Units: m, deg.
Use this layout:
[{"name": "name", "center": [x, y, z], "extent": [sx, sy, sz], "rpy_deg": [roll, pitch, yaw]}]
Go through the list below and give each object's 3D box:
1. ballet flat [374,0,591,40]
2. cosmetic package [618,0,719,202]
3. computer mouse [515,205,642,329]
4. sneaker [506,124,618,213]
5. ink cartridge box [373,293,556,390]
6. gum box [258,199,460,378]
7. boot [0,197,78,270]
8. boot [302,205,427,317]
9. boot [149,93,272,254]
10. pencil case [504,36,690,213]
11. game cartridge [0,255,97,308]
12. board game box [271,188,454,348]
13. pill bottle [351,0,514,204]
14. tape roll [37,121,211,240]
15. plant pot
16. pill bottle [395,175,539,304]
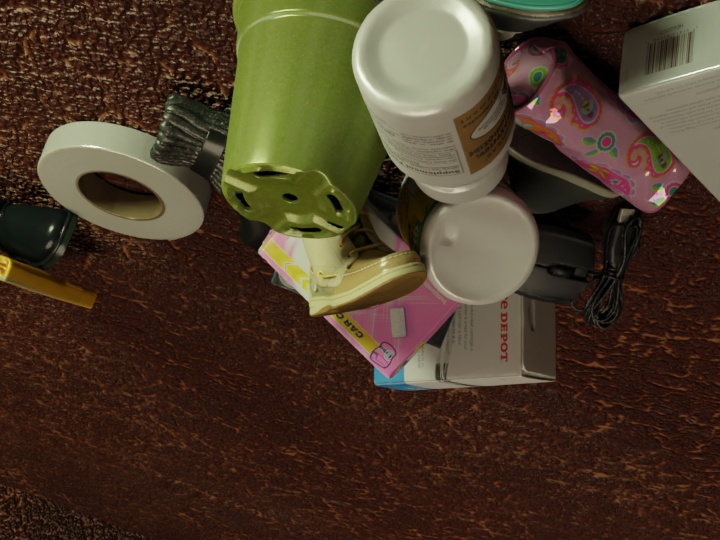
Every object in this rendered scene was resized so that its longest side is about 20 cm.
[{"name": "ballet flat", "center": [0.090, -0.227, 1.090], "extent": [0.199, 0.073, 0.073], "rpy_deg": [14, 154, 14]}, {"name": "cosmetic package", "center": [0.316, -0.137, 1.148], "extent": [0.101, 0.074, 0.200], "rpy_deg": [-11, 146, 40]}, {"name": "computer mouse", "center": [0.186, -0.019, 1.398], "extent": [0.199, 0.053, 0.139], "rpy_deg": [15, 111, 9]}, {"name": "sneaker", "center": [0.153, -0.108, 1.280], "extent": [0.199, 0.075, 0.106], "rpy_deg": [27, 151, -26]}, {"name": "ink cartridge box", "center": [0.118, 0.058, 1.525], "extent": [0.199, 0.147, 0.086], "rpy_deg": [-6, 166, 35]}, {"name": "gum box", "center": [0.000, 0.000, 1.384], "extent": [0.200, 0.114, 0.066], "rpy_deg": [44, -172, 7]}, {"name": "boot", "center": [-0.455, -0.067, 1.644], "extent": [0.168, 0.077, 0.200], "rpy_deg": [27, 165, -29]}, {"name": "boot", "center": [-0.008, -0.043, 1.264], "extent": [0.072, 0.156, 0.200], "rpy_deg": [-8, 175, -22]}, {"name": "boot", "center": [-0.148, -0.103, 1.432], "extent": [0.157, 0.080, 0.211], "rpy_deg": [10, 144, -7]}, {"name": "pencil case", "center": [0.213, -0.131, 1.203], "extent": [0.199, 0.088, 0.087], "rpy_deg": [29, 150, -28]}, {"name": "game cartridge", "center": [-0.452, -0.004, 1.701], "extent": [0.176, 0.033, 0.200], "rpy_deg": [18, 177, 24]}, {"name": "board game box", "center": [0.019, -0.014, 1.457], "extent": [0.199, 0.136, 0.035], "rpy_deg": [21, -173, -7]}, {"name": "pill bottle", "center": [0.067, -0.133, 1.095], "extent": [0.114, 0.115, 0.200], "rpy_deg": [7, 161, 15]}, {"name": "tape roll", "center": [-0.273, -0.101, 1.552], "extent": [0.202, 0.037, 0.203], "rpy_deg": [11, 153, 6]}, {"name": "plant pot", "center": [-0.041, -0.137, 1.192], "extent": [0.199, 0.191, 0.200], "rpy_deg": [11, 154, 5]}, {"name": "pill bottle", "center": [0.095, -0.049, 1.293], "extent": [0.112, 0.113, 0.200], "rpy_deg": [22, -167, -15]}]
